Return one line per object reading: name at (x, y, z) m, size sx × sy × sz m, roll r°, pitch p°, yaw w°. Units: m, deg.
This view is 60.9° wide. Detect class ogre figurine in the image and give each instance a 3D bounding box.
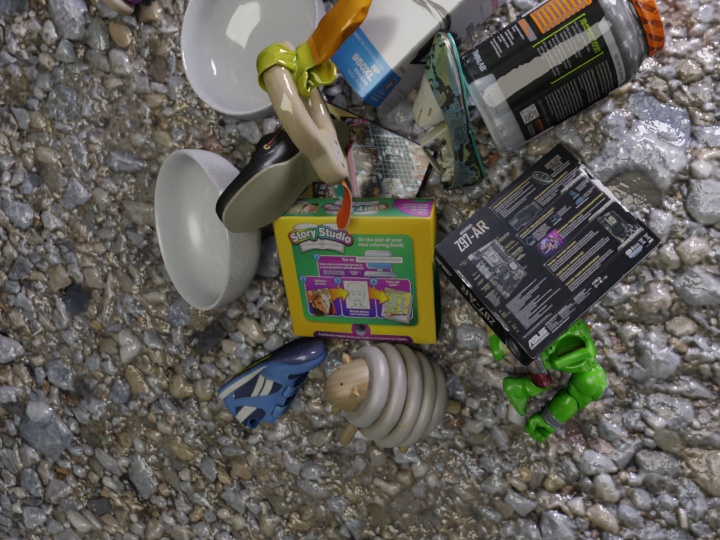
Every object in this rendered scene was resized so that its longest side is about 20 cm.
ogre figurine at (0.221, 0.100, 0.730) m, size 0.118 × 0.097 × 0.205 m, roll -20°, pitch 78°, yaw 28°

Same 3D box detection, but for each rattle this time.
rattle at (-0.011, -0.162, 0.645) m, size 0.141 × 0.130 × 0.203 m, roll -31°, pitch 108°, yaw 1°

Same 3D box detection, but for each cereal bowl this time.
cereal bowl at (-0.124, -0.288, 0.774) m, size 0.195 × 0.083 × 0.206 m, roll 0°, pitch 89°, yaw 22°
cereal bowl at (-0.191, -0.057, 0.806) m, size 0.197 × 0.082 × 0.206 m, roll 18°, pitch 114°, yaw 45°

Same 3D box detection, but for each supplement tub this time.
supplement tub at (0.216, -0.231, 0.672) m, size 0.197 × 0.122 × 0.125 m, roll -28°, pitch 90°, yaw 17°

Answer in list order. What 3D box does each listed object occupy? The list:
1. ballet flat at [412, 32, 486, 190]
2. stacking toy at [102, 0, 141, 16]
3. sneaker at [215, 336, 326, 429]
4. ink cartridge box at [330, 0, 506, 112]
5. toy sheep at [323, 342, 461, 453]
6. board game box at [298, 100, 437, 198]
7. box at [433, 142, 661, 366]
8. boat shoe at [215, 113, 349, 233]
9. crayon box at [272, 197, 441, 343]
ballet flat at (0.094, -0.165, 0.691) m, size 0.072 × 0.076 × 0.202 m, roll -11°, pitch 136°, yaw 16°
stacking toy at (-0.273, -0.437, 0.809) m, size 0.198 × 0.085 × 0.086 m, roll -37°, pitch 87°, yaw 14°
sneaker at (-0.111, 0.155, 0.840) m, size 0.198 × 0.074 × 0.083 m, roll -31°, pitch 91°, yaw 33°
ink cartridge box at (0.066, -0.285, 0.695) m, size 0.199 × 0.144 × 0.085 m, roll -40°, pitch 87°, yaw 17°
toy sheep at (0.043, 0.159, 0.773) m, size 0.196 × 0.138 × 0.141 m, roll 13°, pitch 105°, yaw -29°
board game box at (-0.014, -0.130, 0.797) m, size 0.196 × 0.035 × 0.138 m, roll 27°, pitch 104°, yaw 11°
box at (0.204, -0.021, 0.684) m, size 0.199 × 0.044 × 0.161 m, roll -39°, pitch 72°, yaw -9°
boat shoe at (-0.098, -0.121, 0.725) m, size 0.062 × 0.075 × 0.202 m, roll 30°, pitch 61°, yaw 25°
crayon box at (0.000, 0.000, 0.770) m, size 0.194 × 0.059 × 0.177 m, roll 2°, pitch 119°, yaw 15°
